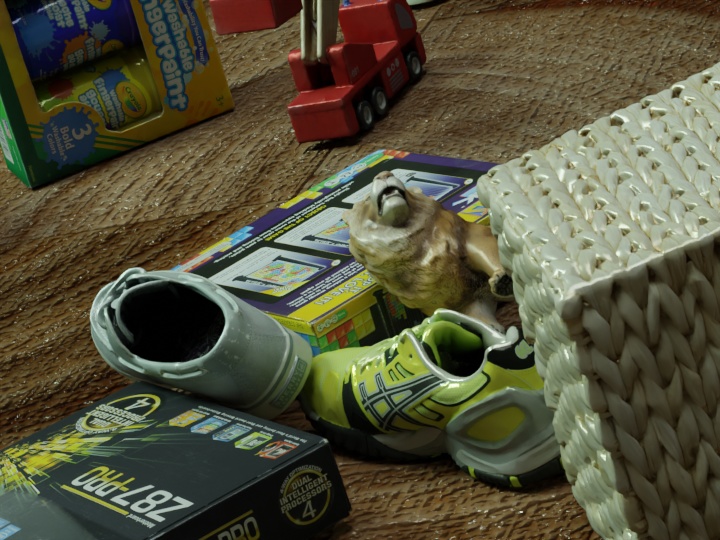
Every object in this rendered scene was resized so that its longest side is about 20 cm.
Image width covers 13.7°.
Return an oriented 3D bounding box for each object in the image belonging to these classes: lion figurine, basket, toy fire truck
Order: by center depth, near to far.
[{"bbox_3d":[0.163,0.031,1.330,0.160,0.199,0.200,-20,21,-2],"label":"basket"},{"bbox_3d":[0.096,-0.009,1.628,0.199,0.073,0.123,0,25,-19],"label":"lion figurine"},{"bbox_3d":[-0.025,-0.167,2.067,0.049,0.142,0.200,-5,23,28],"label":"toy fire truck"}]

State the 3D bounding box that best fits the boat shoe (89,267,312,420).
[{"bbox_3d":[-0.102,0.027,1.637,0.200,0.071,0.070,17,74,56],"label":"boat shoe"}]

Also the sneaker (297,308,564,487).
[{"bbox_3d":[0.039,0.053,1.544,0.075,0.077,0.199,-34,25,-35],"label":"sneaker"}]

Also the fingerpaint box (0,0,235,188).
[{"bbox_3d":[-0.201,-0.185,2.170,0.166,0.201,0.073,-22,22,-15],"label":"fingerpaint box"}]

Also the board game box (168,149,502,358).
[{"bbox_3d":[0.000,0.000,1.742,0.200,0.057,0.165,-31,26,-32],"label":"board game box"}]

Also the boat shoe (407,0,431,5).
[{"bbox_3d":[0.060,-0.272,2.379,0.074,0.066,0.199,-8,22,24],"label":"boat shoe"}]

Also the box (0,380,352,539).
[{"bbox_3d":[-0.124,0.122,1.533,0.161,0.049,0.200,-29,22,-26],"label":"box"}]
